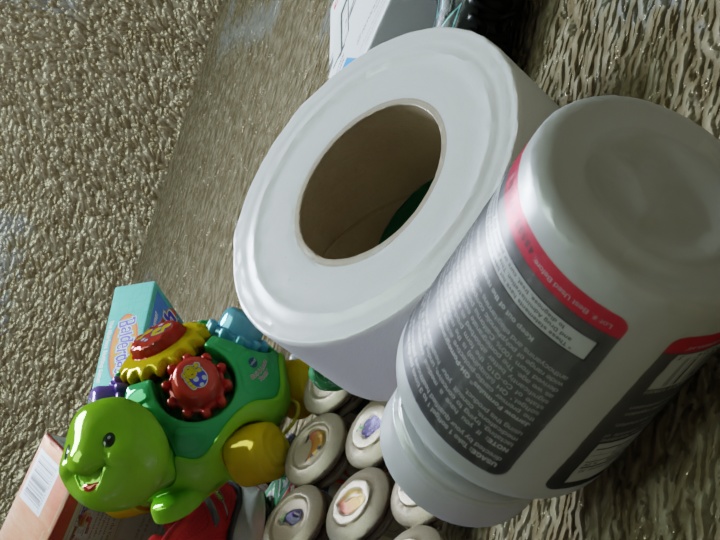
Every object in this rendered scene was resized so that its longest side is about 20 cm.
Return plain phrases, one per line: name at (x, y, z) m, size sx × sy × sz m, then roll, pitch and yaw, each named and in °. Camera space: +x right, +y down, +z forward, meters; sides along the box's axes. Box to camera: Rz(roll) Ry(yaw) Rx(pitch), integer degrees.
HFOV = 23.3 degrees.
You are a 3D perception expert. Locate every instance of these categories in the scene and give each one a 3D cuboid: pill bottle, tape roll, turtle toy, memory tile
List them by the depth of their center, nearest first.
pill bottle at (0.081, 0.028, 0.745) m, size 0.200 × 0.111 × 0.111 m, roll 122°, pitch 161°, yaw -47°
tape roll at (0.026, -0.032, 0.956) m, size 0.202 × 0.071 × 0.203 m, roll -27°, pitch 44°, yaw 29°
memory tile at (0.005, 0.113, 0.998) m, size 0.153 × 0.017 × 0.200 m, roll -21°, pitch 42°, yaw 40°
turtle toy at (-0.116, 0.092, 1.097) m, size 0.146 × 0.101 × 0.200 m, roll -18°, pitch 20°, yaw 30°

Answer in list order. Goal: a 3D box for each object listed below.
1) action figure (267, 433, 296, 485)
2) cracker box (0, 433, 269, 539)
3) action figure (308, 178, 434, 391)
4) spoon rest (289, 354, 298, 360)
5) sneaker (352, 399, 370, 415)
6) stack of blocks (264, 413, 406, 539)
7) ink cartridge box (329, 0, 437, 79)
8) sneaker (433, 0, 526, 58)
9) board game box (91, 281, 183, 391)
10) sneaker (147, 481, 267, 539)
action figure at (-0.096, 0.220, 1.372) m, size 0.200 × 0.105 × 0.194 m, roll 7°, pitch 85°, yaw 47°
cracker box at (-0.157, 0.199, 1.224) m, size 0.058 × 0.200 × 0.134 m, roll 34°, pitch 101°, yaw 46°
action figure at (0.029, -0.014, 1.039) m, size 0.200 × 0.055 × 0.118 m, roll -55°, pitch 29°, yaw -1°
spoon rest at (0.000, 0.000, 1.253) m, size 0.099 × 0.061 × 0.200 m, roll 80°, pitch -161°, yaw -50°
sneaker at (0.023, 0.014, 1.139) m, size 0.076 × 0.115 × 0.201 m, roll 37°, pitch 144°, yaw 47°
stack of blocks at (-0.027, 0.176, 1.126) m, size 0.115 × 0.058 × 0.200 m, roll -86°, pitch 19°, yaw -44°
ink cartridge box at (0.037, -0.192, 1.296) m, size 0.200 × 0.084 × 0.146 m, roll -92°, pitch 23°, yaw -54°
sneaker at (0.080, -0.153, 1.133) m, size 0.079 × 0.075 × 0.200 m, roll -126°, pitch 47°, yaw -58°
board game box at (-0.176, 0.131, 1.598) m, size 0.200 × 0.045 × 0.152 m, roll 60°, pitch -152°, yaw -45°
sneaker at (-0.112, 0.210, 1.110) m, size 0.200 × 0.085 × 0.077 m, roll -91°, pitch 21°, yaw -54°
